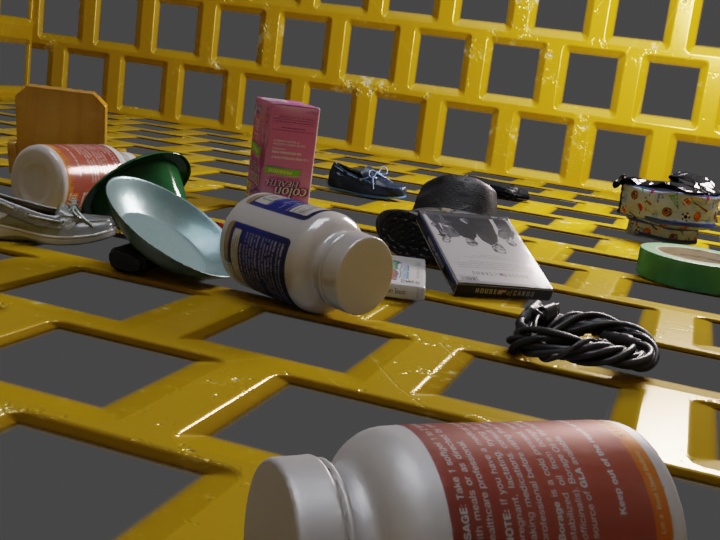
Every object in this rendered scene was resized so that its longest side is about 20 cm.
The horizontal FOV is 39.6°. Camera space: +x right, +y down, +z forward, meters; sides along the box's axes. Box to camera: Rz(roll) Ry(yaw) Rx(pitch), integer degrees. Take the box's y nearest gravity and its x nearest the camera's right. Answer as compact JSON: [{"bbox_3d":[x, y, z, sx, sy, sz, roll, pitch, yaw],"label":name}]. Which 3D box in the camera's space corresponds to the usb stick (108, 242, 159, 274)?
[{"bbox_3d":[-0.264,-0.026,1.312,0.055,0.033,0.200,18,13,10],"label":"usb stick"}]

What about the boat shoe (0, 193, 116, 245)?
[{"bbox_3d":[-0.430,-0.074,1.350,0.200,0.066,0.074,6,12,-9],"label":"boat shoe"}]

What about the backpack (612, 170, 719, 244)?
[{"bbox_3d":[0.669,-0.133,2.150,0.198,0.156,0.190,-5,8,-27],"label":"backpack"}]

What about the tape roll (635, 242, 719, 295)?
[{"bbox_3d":[0.575,-0.004,1.711,0.198,0.049,0.201,7,11,-1],"label":"tape roll"}]

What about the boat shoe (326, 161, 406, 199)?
[{"bbox_3d":[0.012,-0.207,2.282,0.198,0.069,0.084,12,12,19],"label":"boat shoe"}]

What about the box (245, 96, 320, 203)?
[{"bbox_3d":[-0.153,-0.226,1.933,0.096,0.202,0.176,4,12,-16],"label":"box"}]

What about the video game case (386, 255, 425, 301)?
[{"bbox_3d":[0.000,0.000,1.376,0.180,0.024,0.200,8,12,2],"label":"video game case"}]

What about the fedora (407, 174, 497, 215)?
[{"bbox_3d":[0.162,-0.106,1.692,0.198,0.093,0.201,12,-11,2],"label":"fedora"}]

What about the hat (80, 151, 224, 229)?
[{"bbox_3d":[-0.275,-0.054,1.422,0.177,0.199,0.165,59,17,18],"label":"hat"}]

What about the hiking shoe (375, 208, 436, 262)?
[{"bbox_3d":[0.120,-0.044,1.589,0.198,0.076,0.101,21,6,17],"label":"hiking shoe"}]

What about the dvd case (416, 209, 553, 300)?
[{"bbox_3d":[0.177,-0.025,1.451,0.149,0.025,0.201,4,33,-17],"label":"dvd case"}]

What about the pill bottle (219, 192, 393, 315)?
[{"bbox_3d":[-0.062,-0.016,1.171,0.119,0.121,0.199,-4,16,-44],"label":"pill bottle"}]

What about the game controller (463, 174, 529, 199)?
[{"bbox_3d":[0.353,-0.217,2.666,0.199,0.043,0.104,19,1,43],"label":"game controller"}]

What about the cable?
[{"bbox_3d":[0.246,0.082,1.102,0.162,0.051,0.200,16,11,17],"label":"cable"}]

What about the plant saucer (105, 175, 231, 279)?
[{"bbox_3d":[-0.242,-0.043,1.266,0.200,0.039,0.201,33,17,-11],"label":"plant saucer"}]

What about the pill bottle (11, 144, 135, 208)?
[{"bbox_3d":[-0.433,-0.141,1.558,0.111,0.114,0.199,13,13,27],"label":"pill bottle"}]

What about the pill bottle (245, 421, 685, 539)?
[{"bbox_3d":[0.049,0.132,0.492,0.198,0.114,0.112,3,12,-23],"label":"pill bottle"}]

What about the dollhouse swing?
[{"bbox_3d":[-0.562,-0.267,1.938,0.198,0.178,0.182,6,12,-2],"label":"dollhouse swing"}]
